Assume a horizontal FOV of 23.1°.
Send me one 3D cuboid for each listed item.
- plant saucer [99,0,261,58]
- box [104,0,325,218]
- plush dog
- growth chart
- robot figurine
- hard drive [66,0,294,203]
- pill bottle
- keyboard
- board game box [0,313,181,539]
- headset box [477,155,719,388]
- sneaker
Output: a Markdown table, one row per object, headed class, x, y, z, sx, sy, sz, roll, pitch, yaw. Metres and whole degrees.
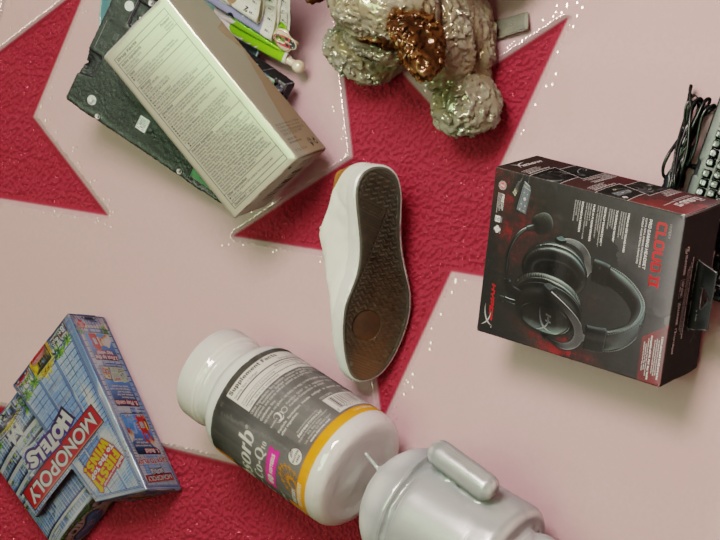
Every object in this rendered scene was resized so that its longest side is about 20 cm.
| class | x | y | z | sx | sy | sz | roll | pitch | yaw |
| --- | --- | --- | --- | --- | --- | --- | --- | --- | --- |
| plant saucer | -0.175 | -0.255 | 1.772 | 0.199 | 0.027 | 0.201 | 0 | 90 | 27 |
| box | -0.137 | -0.158 | 1.658 | 0.095 | 0.078 | 0.200 | -40 | 85 | 23 |
| plush dog | 0.041 | -0.226 | 1.560 | 0.200 | 0.171 | 0.161 | 33 | 102 | 30 |
| growth chart | -0.118 | -0.282 | 1.648 | 0.144 | 0.200 | 0.018 | 27 | 59 | 22 |
| robot figurine | 0.080 | 0.228 | 1.530 | 0.199 | 0.113 | 0.170 | 27 | 125 | 31 |
| hard drive | -0.178 | -0.177 | 1.733 | 0.199 | 0.038 | 0.140 | 33 | 110 | 12 |
| pill bottle | -0.070 | 0.140 | 1.627 | 0.200 | 0.116 | 0.117 | 30 | 101 | 33 |
| keyboard | 0.296 | -0.081 | 1.469 | 0.104 | 0.040 | 0.201 | 21 | 96 | 31 |
| board game box | -0.282 | 0.185 | 1.789 | 0.200 | 0.062 | 0.200 | -51 | 62 | 18 |
| headset box | 0.206 | 0.000 | 1.475 | 0.199 | 0.077 | 0.150 | 18 | 111 | 33 |
| sneaker | 0.000 | 0.000 | 1.640 | 0.085 | 0.072 | 0.201 | 12 | 99 | 62 |
